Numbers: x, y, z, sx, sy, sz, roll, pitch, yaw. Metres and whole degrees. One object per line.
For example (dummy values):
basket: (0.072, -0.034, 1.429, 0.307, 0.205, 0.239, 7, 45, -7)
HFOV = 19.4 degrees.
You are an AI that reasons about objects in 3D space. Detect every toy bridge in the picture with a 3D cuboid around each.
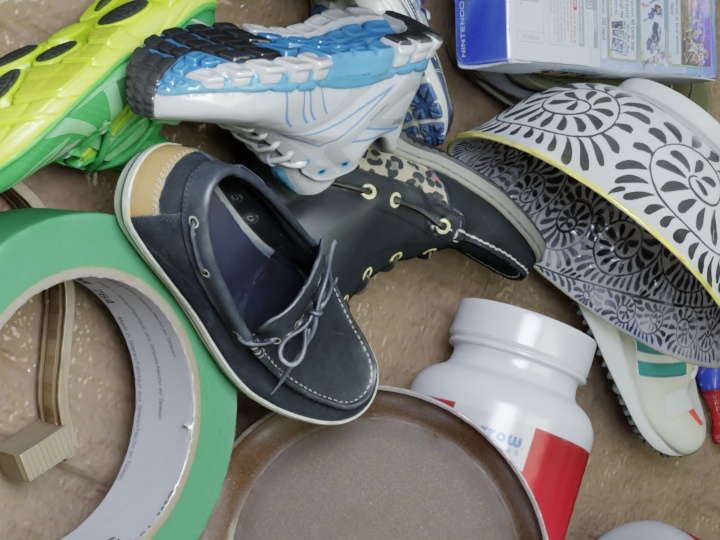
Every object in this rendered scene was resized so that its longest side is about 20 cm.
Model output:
toy bridge: (-0.175, 0.006, 1.030, 0.067, 0.027, 0.201, -33, 117, -36)

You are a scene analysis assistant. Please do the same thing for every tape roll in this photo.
tape roll: (-0.147, 0.071, 1.012, 0.200, 0.048, 0.202, -6, 99, -47)

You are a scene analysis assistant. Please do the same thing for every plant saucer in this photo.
plant saucer: (0.006, 0.161, 1.131, 0.032, 0.199, 0.202, 2, 96, -78)

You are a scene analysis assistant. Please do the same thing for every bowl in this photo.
bowl: (0.154, -0.044, 1.179, 0.094, 0.200, 0.201, -51, 126, -13)

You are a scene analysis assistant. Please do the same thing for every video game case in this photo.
video game case: (0.126, -0.208, 1.177, 0.181, 0.045, 0.202, -1, 89, -43)

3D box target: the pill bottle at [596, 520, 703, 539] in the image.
pill bottle: (0.229, 0.240, 1.370, 0.199, 0.112, 0.113, 26, 78, -41)

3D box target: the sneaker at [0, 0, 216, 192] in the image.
sneaker: (-0.125, -0.078, 1.015, 0.200, 0.074, 0.084, -41, 123, -45)

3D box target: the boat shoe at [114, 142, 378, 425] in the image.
boat shoe: (-0.043, 0.013, 1.038, 0.200, 0.062, 0.075, 51, 56, -38)

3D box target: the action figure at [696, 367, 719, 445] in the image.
action figure: (0.239, 0.019, 1.396, 0.065, 0.052, 0.201, -32, 114, -31)

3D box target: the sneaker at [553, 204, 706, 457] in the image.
sneaker: (0.194, 0.031, 1.311, 0.200, 0.093, 0.070, 61, 19, -26)

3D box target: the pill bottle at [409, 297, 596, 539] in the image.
pill bottle: (0.068, 0.124, 1.209, 0.112, 0.112, 0.201, 25, 79, -41)

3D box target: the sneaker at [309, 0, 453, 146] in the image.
sneaker: (0.011, -0.158, 1.148, 0.085, 0.077, 0.201, -50, 127, -34)

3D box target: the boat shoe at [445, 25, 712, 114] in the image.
boat shoe: (0.135, -0.120, 1.265, 0.199, 0.068, 0.075, 20, 80, -44)

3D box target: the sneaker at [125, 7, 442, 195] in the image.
sneaker: (-0.035, -0.076, 1.032, 0.199, 0.075, 0.087, -11, 119, -47)

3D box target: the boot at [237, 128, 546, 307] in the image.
boot: (-0.001, 0.000, 1.155, 0.203, 0.073, 0.155, 31, 77, -31)
